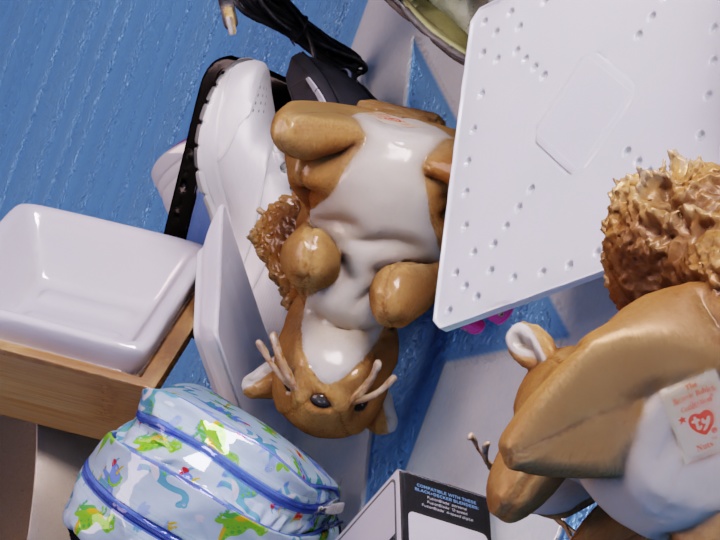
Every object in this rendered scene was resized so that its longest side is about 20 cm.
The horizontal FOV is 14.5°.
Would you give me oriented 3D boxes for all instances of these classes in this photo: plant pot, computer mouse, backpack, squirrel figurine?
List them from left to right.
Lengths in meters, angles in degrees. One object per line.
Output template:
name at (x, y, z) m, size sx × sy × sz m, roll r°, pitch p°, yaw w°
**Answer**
plant pot at (-0.176, 0.169, 1.904) m, size 0.200 × 0.134 × 0.201 m, roll -173°, pitch 90°, yaw -73°
backpack at (-0.091, 0.135, 1.610) m, size 0.154 × 0.163 × 0.200 m, roll -58°, pitch -13°, yaw 18°
computer mouse at (-0.030, -0.125, 1.819) m, size 0.046 × 0.140 × 0.200 m, roll -41°, pitch 31°, yaw 22°
squirrel figurine at (0.000, 0.000, 1.660) m, size 0.200 × 0.141 × 0.187 m, roll -101°, pitch 22°, yaw -77°
squirrel figurine at (0.137, 0.051, 1.295) m, size 0.200 × 0.141 × 0.187 m, roll -58°, pitch 10°, yaw -6°

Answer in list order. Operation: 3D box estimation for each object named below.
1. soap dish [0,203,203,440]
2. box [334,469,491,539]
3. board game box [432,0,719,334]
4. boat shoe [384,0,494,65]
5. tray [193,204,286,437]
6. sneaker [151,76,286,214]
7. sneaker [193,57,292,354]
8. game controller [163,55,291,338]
soap dish at (-0.187, 0.035, 1.839) m, size 0.200 × 0.157 × 0.081 m, roll -62°, pitch -15°, yaw -67°
box at (0.020, 0.221, 1.495) m, size 0.117 × 0.060 × 0.200 m, roll -51°, pitch 29°, yaw 42°
board game box at (0.124, -0.077, 1.471) m, size 0.200 × 0.026 × 0.200 m, roll -21°, pitch 52°, yaw 44°
boat shoe at (0.040, -0.182, 1.644) m, size 0.201 × 0.066 × 0.072 m, roll 47°, pitch 113°, yaw 24°
tray at (-0.075, 0.062, 1.759) m, size 0.200 × 0.022 × 0.108 m, roll 74°, pitch -169°, yaw -48°
sneaker at (-0.073, -0.070, 1.992) m, size 0.200 × 0.075 × 0.100 m, roll -38°, pitch 63°, yaw 51°
sneaker at (-0.060, -0.040, 1.848) m, size 0.074 × 0.087 × 0.201 m, roll -13°, pitch -80°, yaw -71°
game controller at (-0.082, -0.042, 1.916) m, size 0.104 × 0.042 × 0.200 m, roll 30°, pitch 115°, yaw 36°
